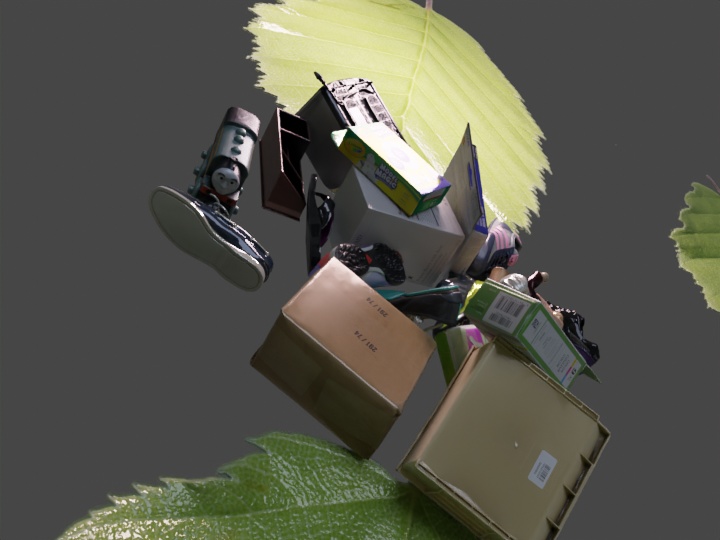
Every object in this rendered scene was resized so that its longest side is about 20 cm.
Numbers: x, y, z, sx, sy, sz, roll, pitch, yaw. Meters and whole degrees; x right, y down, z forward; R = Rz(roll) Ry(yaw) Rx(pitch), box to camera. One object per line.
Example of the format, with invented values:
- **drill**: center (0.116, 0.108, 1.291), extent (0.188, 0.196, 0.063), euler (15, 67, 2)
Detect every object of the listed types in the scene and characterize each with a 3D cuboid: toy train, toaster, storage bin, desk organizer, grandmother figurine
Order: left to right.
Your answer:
- **toy train**: center (-0.206, -0.164, 1.165), extent (0.083, 0.115, 0.202), euler (23, 35, -16)
- **desk organizer**: center (-0.127, -0.186, 1.298), extent (0.070, 0.078, 0.203), euler (18, 37, -24)
- **toaster**: center (-0.021, -0.263, 1.422), extent (0.203, 0.118, 0.180), euler (59, 35, 1)
- **storage bin**: center (0.183, 0.227, 0.961), extent (0.197, 0.094, 0.201), euler (37, 70, 3)
- **grandmother figurine**: center (0.270, 0.057, 1.207), extent (0.059, 0.124, 0.199), euler (11, -14, 36)

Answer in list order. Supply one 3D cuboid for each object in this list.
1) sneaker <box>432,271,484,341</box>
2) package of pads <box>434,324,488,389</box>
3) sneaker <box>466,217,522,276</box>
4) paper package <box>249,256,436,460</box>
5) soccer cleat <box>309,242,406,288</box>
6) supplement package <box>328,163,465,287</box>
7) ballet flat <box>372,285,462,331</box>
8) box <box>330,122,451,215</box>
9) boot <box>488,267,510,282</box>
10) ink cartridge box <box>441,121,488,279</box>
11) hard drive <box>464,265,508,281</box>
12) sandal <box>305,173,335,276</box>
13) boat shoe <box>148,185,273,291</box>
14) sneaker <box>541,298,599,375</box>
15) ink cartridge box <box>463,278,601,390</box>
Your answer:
- **sneaker**: center (0.151, 0.062, 1.265), extent (0.079, 0.075, 0.200), euler (27, 28, 13)
- **package of pads**: center (0.199, 0.178, 1.093), extent (0.152, 0.068, 0.206), euler (0, 71, -40)
- **sneaker**: center (0.255, -0.034, 1.403), extent (0.081, 0.071, 0.200), euler (35, 35, 5)
- **paper package**: center (-0.016, 0.110, 1.009), extent (0.198, 0.104, 0.191), euler (37, 32, 4)
- **soccer cleat**: center (0.000, 0.000, 1.174), extent (0.198, 0.072, 0.070), euler (2, 64, -56)
- **supplement package**: center (0.054, -0.072, 1.281), extent (0.196, 0.122, 0.121), euler (14, 37, -29)
- **ballet flat**: center (0.066, 0.061, 1.126), extent (0.072, 0.196, 0.075), euler (5, 84, -50)
- **box**: center (0.049, -0.182, 1.262), extent (0.199, 0.049, 0.117), euler (42, 31, 16)
- **boot**: center (0.231, 0.107, 1.267), extent (0.202, 0.069, 0.147), euler (56, 50, -47)
- **ink cartridge box**: center (0.184, -0.119, 1.335), extent (0.039, 0.201, 0.204), euler (5, 58, -12)
- **hard drive**: center (0.200, -0.054, 1.472), extent (0.199, 0.033, 0.139), euler (40, 33, 6)
- **sandal**: center (-0.064, -0.071, 1.215), extent (0.046, 0.076, 0.204), euler (2, 50, -8)
- **boat shoe**: center (-0.206, -0.054, 1.064), extent (0.198, 0.075, 0.062), euler (35, 34, -4)
- **sneaker**: center (0.356, 0.095, 1.364), extent (0.203, 0.087, 0.076), euler (60, 13, 27)
- **ink cartridge box**: center (0.234, 0.104, 1.019), extent (0.200, 0.060, 0.103), euler (45, -11, -35)
